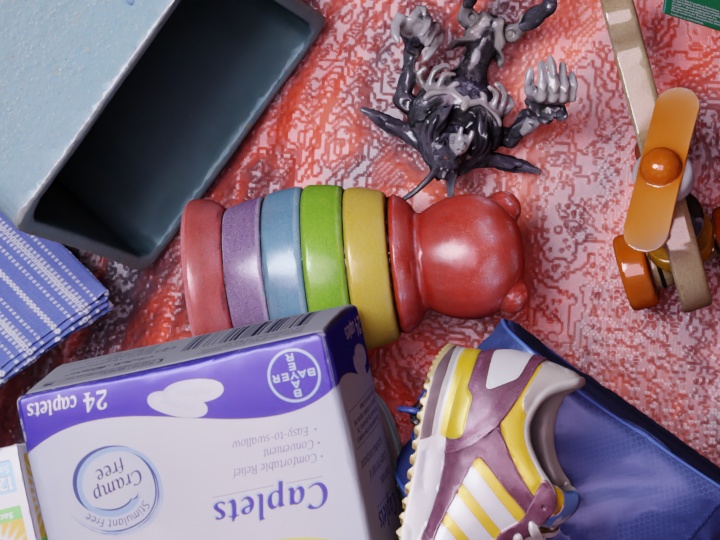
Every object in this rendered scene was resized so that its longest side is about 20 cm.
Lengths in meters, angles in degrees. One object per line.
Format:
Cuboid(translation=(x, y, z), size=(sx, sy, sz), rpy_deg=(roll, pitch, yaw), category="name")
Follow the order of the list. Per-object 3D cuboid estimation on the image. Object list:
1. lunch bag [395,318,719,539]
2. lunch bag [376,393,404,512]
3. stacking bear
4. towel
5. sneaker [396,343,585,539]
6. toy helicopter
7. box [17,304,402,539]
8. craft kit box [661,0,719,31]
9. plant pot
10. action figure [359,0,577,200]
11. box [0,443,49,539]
Cuboid(translation=(0.109, 0.128, 1.511), size=(0.200, 0.136, 0.133), rpy_deg=(35, 94, -1), category="lunch bag")
Cuboid(translation=(-0.034, 0.172, 1.577), size=(0.160, 0.077, 0.201), rpy_deg=(-15, 86, 8), category="lunch bag")
Cuboid(translation=(0.000, 0.000, 1.556), size=(0.199, 0.114, 0.122), rpy_deg=(-7, 71, 5), category="stacking bear")
Cuboid(translation=(-0.268, 0.037, 1.589), size=(0.200, 0.024, 0.145), rpy_deg=(-37, 56, -20), category="towel")
Cuboid(translation=(0.070, 0.143, 1.408), size=(0.090, 0.075, 0.201), rpy_deg=(8, 94, 16), category="sneaker")
Cuboid(translation=(0.169, -0.074, 1.518), size=(0.079, 0.132, 0.201), rpy_deg=(-15, 86, 10), category="toy helicopter")
Cuboid(translation=(-0.076, 0.139, 1.478), size=(0.183, 0.105, 0.201), rpy_deg=(-12, 97, 10), category="box")
Cuboid(translation=(0.301, -0.210, 1.511), size=(0.199, 0.049, 0.198), rpy_deg=(18, 68, 10), category="craft kit box")
Cuboid(translation=(-0.178, -0.147, 1.563), size=(0.200, 0.196, 0.197), rpy_deg=(39, 95, 20), category="plant pot")
Cuboid(translation=(0.072, -0.129, 1.554), size=(0.118, 0.102, 0.201), rpy_deg=(18, 91, -1), category="action figure")
Cuboid(translation=(-0.214, 0.160, 1.547), size=(0.112, 0.200, 0.102), rpy_deg=(-13, 86, 10), category="box")
